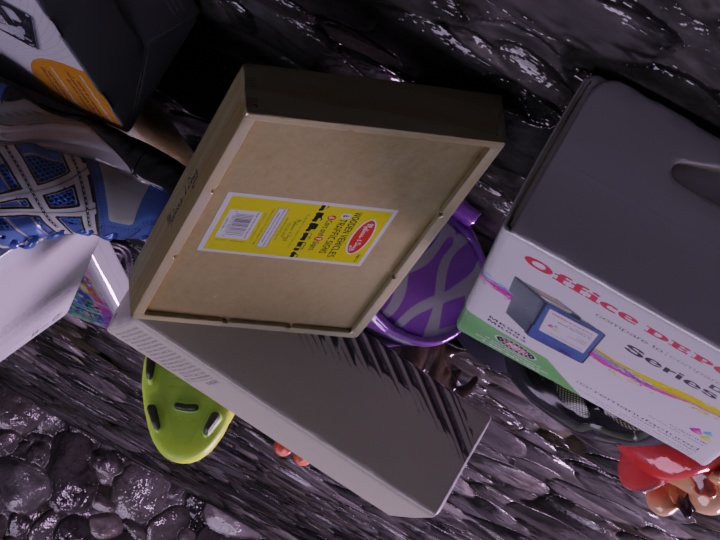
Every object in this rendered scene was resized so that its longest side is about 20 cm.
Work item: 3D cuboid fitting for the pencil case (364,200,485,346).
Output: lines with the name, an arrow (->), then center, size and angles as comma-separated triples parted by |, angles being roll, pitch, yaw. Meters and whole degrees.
pencil case -> 0.000, 0.000, 1.235 | 0.084, 0.086, 0.200 | 27, 168, -22

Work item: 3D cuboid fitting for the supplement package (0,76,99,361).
supplement package -> -0.250, -0.030, 1.213 | 0.151, 0.152, 0.200 | 48, 150, 7

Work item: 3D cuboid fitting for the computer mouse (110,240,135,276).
computer mouse -> -0.089, -0.003, 1.436 | 0.200, 0.044, 0.110 | 2, 158, 22

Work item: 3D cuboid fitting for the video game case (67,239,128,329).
video game case -> -0.242, -0.047, 1.388 | 0.182, 0.024, 0.200 | 18, 149, 27

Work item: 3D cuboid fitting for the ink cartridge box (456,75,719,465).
ink cartridge box -> 0.132, 0.006, 0.975 | 0.145, 0.088, 0.200 | 29, 165, 3

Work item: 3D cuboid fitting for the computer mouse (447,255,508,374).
computer mouse -> 0.111, 0.058, 1.305 | 0.140, 0.046, 0.200 | 30, 167, 3

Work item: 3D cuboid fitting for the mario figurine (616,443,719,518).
mario figurine -> 0.219, 0.134, 1.234 | 0.200, 0.106, 0.123 | 32, 170, -19

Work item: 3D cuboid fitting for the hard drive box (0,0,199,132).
hard drive box -> -0.197, -0.165, 1.049 | 0.200, 0.077, 0.156 | 25, 166, 20

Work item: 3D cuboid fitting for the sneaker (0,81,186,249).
sneaker -> -0.153, -0.043, 1.095 | 0.200, 0.077, 0.076 | 22, -179, -10

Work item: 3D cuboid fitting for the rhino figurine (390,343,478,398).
rhino figurine -> 0.009, 0.061, 1.393 | 0.200, 0.088, 0.060 | 11, 180, -42

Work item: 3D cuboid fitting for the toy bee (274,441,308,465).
toy bee -> -0.027, 0.086, 1.570 | 0.131, 0.109, 0.200 | 15, 161, 42

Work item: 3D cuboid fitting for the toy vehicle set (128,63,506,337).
toy vehicle set -> -0.026, -0.028, 1.037 | 0.124, 0.027, 0.200 | 6, 150, -20

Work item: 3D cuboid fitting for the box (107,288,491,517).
box -> -0.034, 0.056, 1.182 | 0.200, 0.068, 0.082 | 34, 166, -13

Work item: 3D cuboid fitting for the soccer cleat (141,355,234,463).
soccer cleat -> -0.097, 0.027, 1.333 | 0.065, 0.200, 0.084 | -2, 158, 5

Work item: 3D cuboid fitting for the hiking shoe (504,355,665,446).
hiking shoe -> 0.169, 0.051, 1.131 | 0.200, 0.076, 0.101 | 14, 155, 20

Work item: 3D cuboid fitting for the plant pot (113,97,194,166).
plant pot -> -0.145, -0.080, 1.226 | 0.200, 0.027, 0.200 | 45, 168, 13
